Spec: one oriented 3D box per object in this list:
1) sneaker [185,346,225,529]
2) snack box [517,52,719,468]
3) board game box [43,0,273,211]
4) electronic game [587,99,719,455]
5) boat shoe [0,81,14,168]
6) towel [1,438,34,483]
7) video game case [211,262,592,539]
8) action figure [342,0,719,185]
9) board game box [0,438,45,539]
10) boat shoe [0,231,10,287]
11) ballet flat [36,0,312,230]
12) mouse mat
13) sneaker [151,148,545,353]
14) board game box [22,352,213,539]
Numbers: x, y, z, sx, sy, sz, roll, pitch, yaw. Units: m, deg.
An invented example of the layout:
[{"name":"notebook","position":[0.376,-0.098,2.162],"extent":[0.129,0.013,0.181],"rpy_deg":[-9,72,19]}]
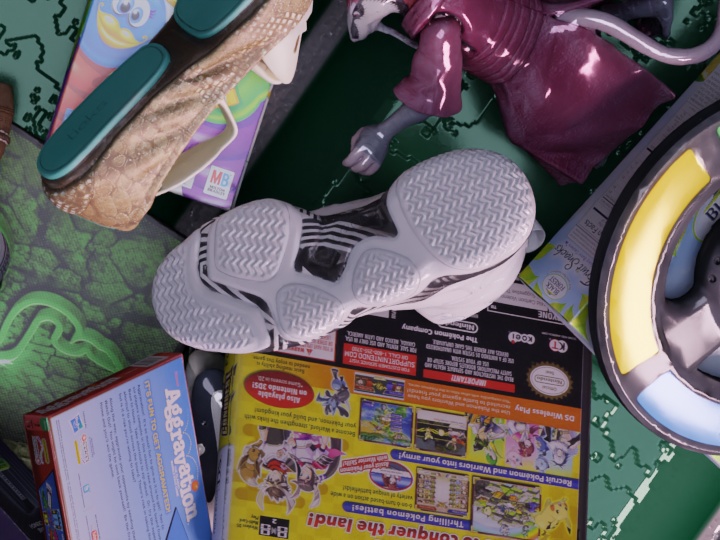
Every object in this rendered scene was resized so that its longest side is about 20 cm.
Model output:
[{"name":"sneaker","position":[-0.086,0.106,1.549],"extent":[0.198,0.079,0.130],"rpy_deg":[-25,88,7]},{"name":"snack box","position":[0.208,-0.013,1.533],"extent":[0.200,0.068,0.169],"rpy_deg":[-48,123,0]},{"name":"board game box","position":[-0.084,-0.144,1.505],"extent":[0.102,0.105,0.201],"rpy_deg":[18,94,-6]},{"name":"electronic game","position":[0.205,0.000,1.473],"extent":[0.199,0.042,0.201],"rpy_deg":[-9,115,-20]},{"name":"boat shoe","position":[-0.274,-0.099,1.518],"extent":[0.199,0.072,0.073],"rpy_deg":[21,79,-6]},{"name":"towel","position":[-0.188,0.157,1.524],"extent":[0.199,0.036,0.150],"rpy_deg":[6,95,23]},{"name":"video game case","position":[0.024,0.074,1.523],"extent":[0.199,0.025,0.182],"rpy_deg":[10,69,-18]},{"name":"action figure","position":[0.072,-0.117,1.492],"extent":[0.199,0.149,0.135],"rpy_deg":[20,62,-35]},{"name":"board game box","position":[-0.243,0.166,1.499],"extent":[0.165,0.057,0.200],"rpy_deg":[45,109,13]},{"name":"boat shoe","position":[-0.279,-0.017,1.519],"extent":[0.199,0.057,0.069],"rpy_deg":[17,57,2]},{"name":"ballet flat","position":[-0.073,-0.099,1.435],"extent":[0.200,0.071,0.065],"rpy_deg":[-46,123,5]},{"name":"mouse mat","position":[-0.191,0.012,1.563],"extent":[0.199,0.008,0.161],"rpy_deg":[33,93,-6]},{"name":"sneaker","position":[0.000,0.000,1.486],"extent":[0.199,0.115,0.076],"rpy_deg":[-18,76,10]},{"name":"board game box","position":[-0.109,0.151,1.450],"extent":[0.019,0.103,0.201],"rpy_deg":[2,106,38]}]
